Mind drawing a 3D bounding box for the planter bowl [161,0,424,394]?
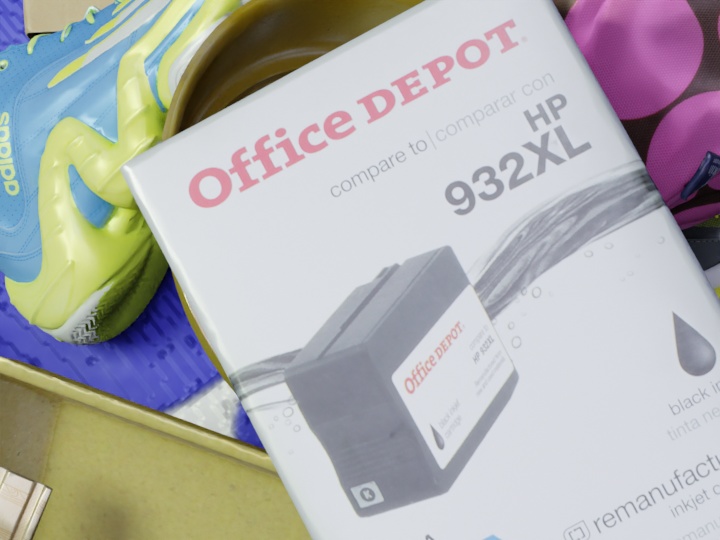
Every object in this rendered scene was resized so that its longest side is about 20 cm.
[{"bbox_3d":[0.000,0.000,0.944,0.200,0.083,0.200,13,62,-26],"label":"planter bowl"}]

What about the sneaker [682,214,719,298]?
[{"bbox_3d":[0.179,-0.063,0.950,0.200,0.074,0.085,-38,100,-9],"label":"sneaker"}]

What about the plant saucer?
[{"bbox_3d":[-0.060,0.136,0.924,0.200,0.048,0.200,19,116,6],"label":"plant saucer"}]

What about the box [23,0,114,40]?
[{"bbox_3d":[-0.056,-0.192,1.026,0.163,0.021,0.200,-3,80,8],"label":"box"}]

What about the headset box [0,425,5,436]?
[{"bbox_3d":[-0.252,0.087,0.958,0.174,0.093,0.200,37,84,9],"label":"headset box"}]

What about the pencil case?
[{"bbox_3d":[0.078,-0.108,0.894,0.094,0.091,0.200,-34,77,12],"label":"pencil case"}]

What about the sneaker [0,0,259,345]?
[{"bbox_3d":[-0.097,-0.076,0.972,0.105,0.076,0.200,31,98,16],"label":"sneaker"}]

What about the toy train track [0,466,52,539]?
[{"bbox_3d":[-0.100,0.141,0.881,0.200,0.033,0.115,22,103,-1],"label":"toy train track"}]

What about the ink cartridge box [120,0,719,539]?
[{"bbox_3d":[0.035,0.024,0.810,0.145,0.084,0.200,-28,83,0],"label":"ink cartridge box"}]
